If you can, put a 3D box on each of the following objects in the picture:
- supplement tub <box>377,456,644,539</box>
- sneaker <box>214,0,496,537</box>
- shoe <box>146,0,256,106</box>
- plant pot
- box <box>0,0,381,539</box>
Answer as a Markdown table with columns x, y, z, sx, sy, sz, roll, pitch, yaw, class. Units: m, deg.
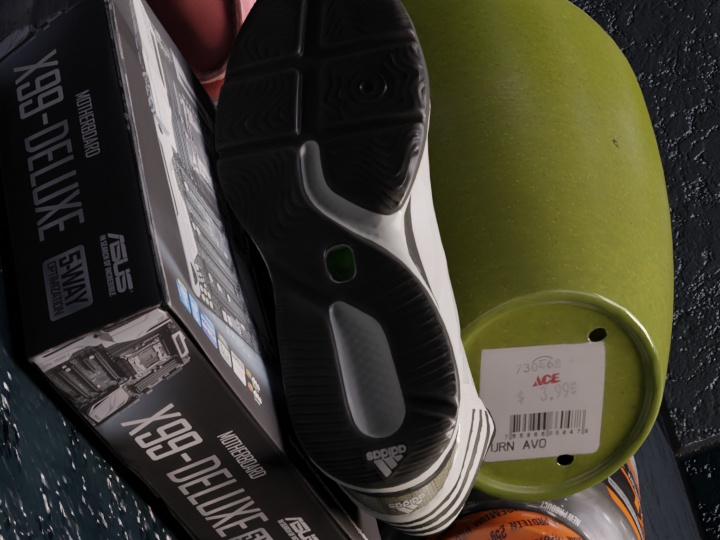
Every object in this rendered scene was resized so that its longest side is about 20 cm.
| x | y | z | sx | sy | sz | roll | pitch | yaw | class |
| --- | --- | --- | --- | --- | --- | --- | --- | --- | --- |
| 0.066 | 0.124 | 1.036 | 0.200 | 0.122 | 0.123 | -71 | 139 | -75 | supplement tub |
| 0.000 | 0.000 | 0.824 | 0.116 | 0.075 | 0.202 | 69 | 12 | -64 | sneaker |
| -0.095 | -0.153 | 0.887 | 0.201 | 0.071 | 0.091 | 66 | 10 | 12 | shoe |
| 0.056 | 0.002 | 0.962 | 0.200 | 0.186 | 0.188 | -109 | 174 | -60 | plant pot |
| -0.058 | 0.009 | 0.795 | 0.200 | 0.049 | 0.159 | 57 | 15 | -51 | box |
